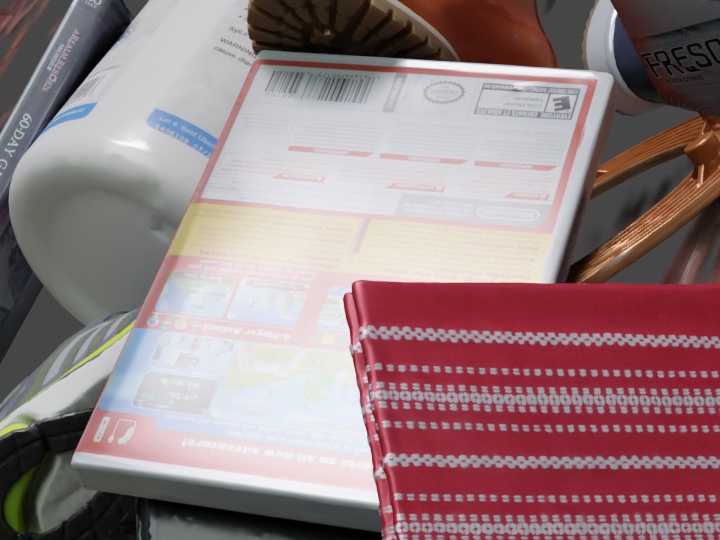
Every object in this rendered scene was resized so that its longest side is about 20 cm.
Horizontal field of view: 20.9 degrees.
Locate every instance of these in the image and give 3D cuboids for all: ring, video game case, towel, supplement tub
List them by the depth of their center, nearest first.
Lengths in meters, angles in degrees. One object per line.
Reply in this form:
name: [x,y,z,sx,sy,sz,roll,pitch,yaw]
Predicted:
towel: [0.075,0.087,0.581,0.144,0.023,0.200,1,57,-17]
video game case: [0.000,0.000,0.679,0.143,0.017,0.200,6,50,19]
ring: [0.078,-0.017,0.766,0.200,0.019,0.200,-34,8,5]
supplement tub: [-0.053,-0.066,0.868,0.132,0.132,0.200,2,43,34]
video game case: [-0.154,-0.027,0.896,0.019,0.143,0.200,28,85,5]

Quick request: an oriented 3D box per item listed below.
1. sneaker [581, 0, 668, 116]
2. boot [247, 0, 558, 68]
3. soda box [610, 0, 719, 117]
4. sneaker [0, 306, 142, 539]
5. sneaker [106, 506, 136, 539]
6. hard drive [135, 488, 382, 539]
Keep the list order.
sneaker: [0.173,-0.163,0.850,0.108,0.070,0.200,-14,48,58]
boot: [0.020,-0.112,0.814,0.075,0.200,0.108,-9,72,31]
soda box: [0.149,-0.133,0.549,0.068,0.064,0.200,18,66,41]
sneaker: [-0.077,0.034,0.761,0.200,0.074,0.081,-31,25,7]
sneaker: [-0.052,0.075,0.813,0.200,0.074,0.079,-1,48,32]
hard drive: [-0.002,0.137,0.624,0.134,0.042,0.200,-15,61,1]
